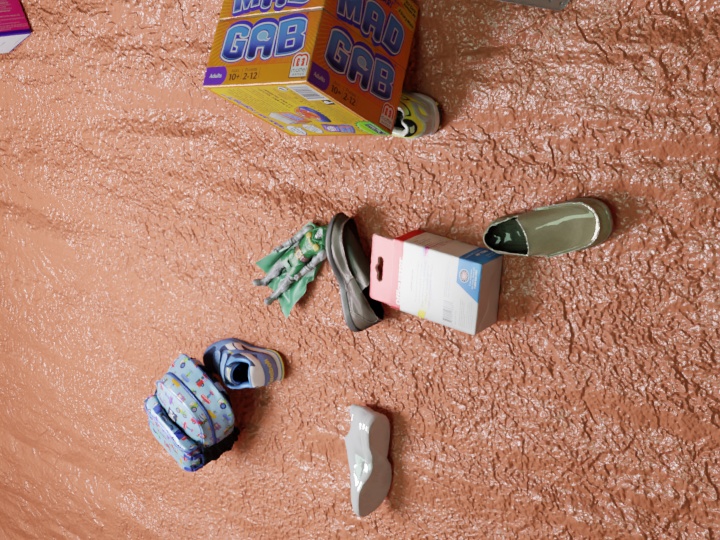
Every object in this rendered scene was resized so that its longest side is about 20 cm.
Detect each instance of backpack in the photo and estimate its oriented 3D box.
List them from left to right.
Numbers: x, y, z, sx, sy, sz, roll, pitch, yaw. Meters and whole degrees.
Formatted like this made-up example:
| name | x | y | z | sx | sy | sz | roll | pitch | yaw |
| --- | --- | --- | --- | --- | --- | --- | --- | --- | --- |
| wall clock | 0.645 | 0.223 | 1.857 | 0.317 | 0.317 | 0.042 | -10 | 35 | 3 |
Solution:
| name | x | y | z | sx | sy | sz | roll | pitch | yaw |
| --- | --- | --- | --- | --- | --- | --- | --- | --- | --- |
| backpack | -0.322 | 0.264 | 1.918 | 0.183 | 0.134 | 0.200 | 45 | 153 | 18 |

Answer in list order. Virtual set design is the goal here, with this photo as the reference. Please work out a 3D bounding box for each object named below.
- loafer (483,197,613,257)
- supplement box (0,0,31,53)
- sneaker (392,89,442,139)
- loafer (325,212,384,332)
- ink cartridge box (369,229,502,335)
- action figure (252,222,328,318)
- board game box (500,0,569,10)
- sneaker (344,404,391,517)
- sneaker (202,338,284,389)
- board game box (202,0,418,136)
| name | x | y | z | sx | sy | sz | roll | pitch | yaw |
| --- | --- | --- | --- | --- | --- | --- | --- | --- | --- |
| loafer | 0.255 | -0.051 | 1.405 | 0.199 | 0.068 | 0.076 | -12 | 99 | 41 |
| supplement box | -0.764 | -0.550 | 2.041 | 0.101 | 0.103 | 0.201 | -19 | 92 | 43 |
| sneaker | 0.026 | -0.251 | 1.516 | 0.199 | 0.076 | 0.076 | 22 | 121 | 33 |
| loafer | 0.000 | 0.000 | 1.643 | 0.071 | 0.073 | 0.202 | -6 | 107 | 30 |
| ink cartridge box | 0.112 | 0.010 | 1.547 | 0.199 | 0.067 | 0.117 | 19 | 117 | 33 |
| action figure | -0.110 | -0.018 | 1.733 | 0.200 | 0.055 | 0.119 | -44 | 74 | 36 |
| board game box | 0.221 | -0.418 | 1.218 | 0.026 | 0.199 | 0.201 | 57 | 134 | 34 |
| sneaker | 0.004 | 0.328 | 1.764 | 0.088 | 0.075 | 0.202 | 23 | 115 | 46 |
| sneaker | -0.236 | 0.176 | 1.887 | 0.199 | 0.082 | 0.075 | 3 | 109 | 41 |
| board game box | -0.068 | -0.320 | 1.438 | 0.199 | 0.199 | 0.202 | 5 | 79 | 38 |
